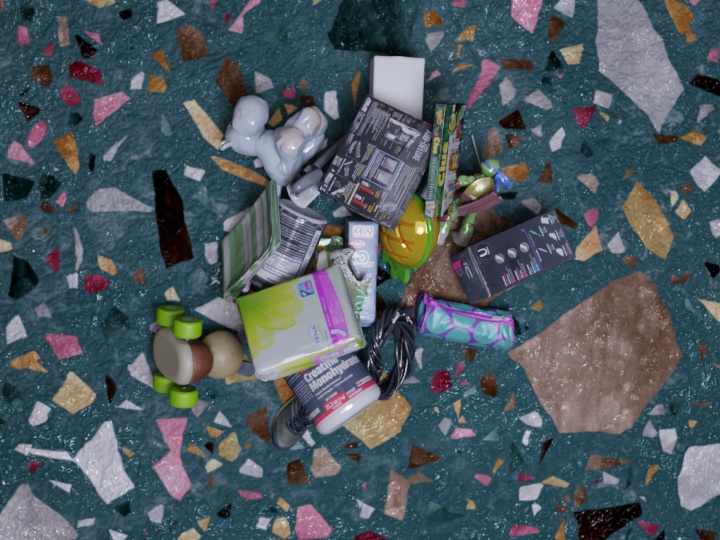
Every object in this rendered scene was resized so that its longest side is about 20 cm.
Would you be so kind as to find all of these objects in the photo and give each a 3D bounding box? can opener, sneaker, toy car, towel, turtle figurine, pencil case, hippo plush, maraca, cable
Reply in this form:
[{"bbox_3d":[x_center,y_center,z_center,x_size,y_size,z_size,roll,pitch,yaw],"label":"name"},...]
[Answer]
[{"bbox_3d":[-0.065,-0.189,1.596,0.053,0.066,0.200,52,51,-15],"label":"can opener"},{"bbox_3d":[-0.015,0.046,1.577,0.088,0.077,0.202,-20,93,14],"label":"sneaker"},{"bbox_3d":[-0.112,0.282,1.697,0.074,0.081,0.201,33,105,-10],"label":"sneaker"},{"bbox_3d":[-0.289,0.158,1.658,0.198,0.157,0.166,-3,105,-35],"label":"toy car"},{"bbox_3d":[-0.205,-0.052,1.569,0.023,0.154,0.200,16,139,-30],"label":"towel"},{"bbox_3d":[0.191,-0.157,1.658,0.199,0.144,0.195,33,119,18],"label":"turtle figurine"},{"bbox_3d":[0.208,0.102,1.705,0.198,0.086,0.093,11,142,-8],"label":"pencil case"},{"bbox_3d":[-0.166,-0.253,1.601,0.160,0.160,0.201,31,138,7],"label":"hippo plush"},{"bbox_3d":[0.086,-0.062,1.624,0.106,0.201,0.138,-10,59,-27],"label":"maraca"},{"bbox_3d":[0.059,0.169,1.673,0.050,0.163,0.202,16,108,24],"label":"cable"}]

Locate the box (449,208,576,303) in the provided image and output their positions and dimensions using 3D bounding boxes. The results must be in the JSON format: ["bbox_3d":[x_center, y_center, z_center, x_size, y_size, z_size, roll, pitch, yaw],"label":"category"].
[{"bbox_3d":[0.293,-0.027,1.654,0.198,0.122,0.107,-23,87,-15],"label":"box"}]

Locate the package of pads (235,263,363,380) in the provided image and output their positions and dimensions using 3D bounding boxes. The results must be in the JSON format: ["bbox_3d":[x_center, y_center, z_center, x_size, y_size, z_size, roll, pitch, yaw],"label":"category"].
[{"bbox_3d":[-0.106,0.096,1.500,0.198,0.068,0.156,-18,67,2],"label":"package of pads"}]

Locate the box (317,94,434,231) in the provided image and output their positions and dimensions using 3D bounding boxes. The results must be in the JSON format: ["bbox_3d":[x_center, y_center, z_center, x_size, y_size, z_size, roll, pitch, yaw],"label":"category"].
[{"bbox_3d":[0.037,-0.196,1.549,0.157,0.050,0.201,27,90,16],"label":"box"}]

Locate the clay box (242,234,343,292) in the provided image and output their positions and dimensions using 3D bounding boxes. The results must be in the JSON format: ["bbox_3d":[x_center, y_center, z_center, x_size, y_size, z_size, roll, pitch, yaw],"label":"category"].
[{"bbox_3d":[-0.132,-0.013,1.670,0.198,0.048,0.116,2,99,-6],"label":"clay box"}]

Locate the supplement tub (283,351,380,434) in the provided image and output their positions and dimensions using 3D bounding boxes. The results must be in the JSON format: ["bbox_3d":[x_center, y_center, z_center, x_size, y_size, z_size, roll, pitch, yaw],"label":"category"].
[{"bbox_3d":[-0.068,0.187,1.581,0.140,0.140,0.201,-35,80,0],"label":"supplement tub"}]

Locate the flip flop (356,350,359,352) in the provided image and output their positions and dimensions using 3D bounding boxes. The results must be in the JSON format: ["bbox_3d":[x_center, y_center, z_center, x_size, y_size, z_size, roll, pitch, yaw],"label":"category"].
[{"bbox_3d":[-0.089,0.164,1.696,0.198,0.081,0.058,-12,86,1],"label":"flip flop"}]

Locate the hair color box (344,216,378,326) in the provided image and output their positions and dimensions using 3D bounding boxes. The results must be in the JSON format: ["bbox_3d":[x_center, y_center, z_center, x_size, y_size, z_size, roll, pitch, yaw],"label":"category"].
[{"bbox_3d":[0.000,0.000,1.660,0.060,0.100,0.202,0,99,-5],"label":"hair color box"}]

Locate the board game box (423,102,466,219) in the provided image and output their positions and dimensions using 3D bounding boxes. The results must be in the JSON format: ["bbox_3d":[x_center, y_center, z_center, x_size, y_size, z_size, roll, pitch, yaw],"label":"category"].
[{"bbox_3d":[0.151,-0.197,1.527,0.023,0.105,0.202,13,107,27],"label":"board game box"}]

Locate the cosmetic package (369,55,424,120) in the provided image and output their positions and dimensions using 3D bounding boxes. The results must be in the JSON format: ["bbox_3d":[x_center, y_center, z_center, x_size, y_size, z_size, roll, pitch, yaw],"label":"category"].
[{"bbox_3d":[0.066,-0.304,1.634,0.100,0.074,0.202,2,97,-6],"label":"cosmetic package"}]

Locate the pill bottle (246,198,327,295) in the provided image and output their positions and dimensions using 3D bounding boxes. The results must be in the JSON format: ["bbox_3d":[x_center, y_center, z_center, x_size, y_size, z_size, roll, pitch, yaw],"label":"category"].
[{"bbox_3d":[-0.146,-0.023,1.584,0.105,0.106,0.202,22,104,-10],"label":"pill bottle"}]
